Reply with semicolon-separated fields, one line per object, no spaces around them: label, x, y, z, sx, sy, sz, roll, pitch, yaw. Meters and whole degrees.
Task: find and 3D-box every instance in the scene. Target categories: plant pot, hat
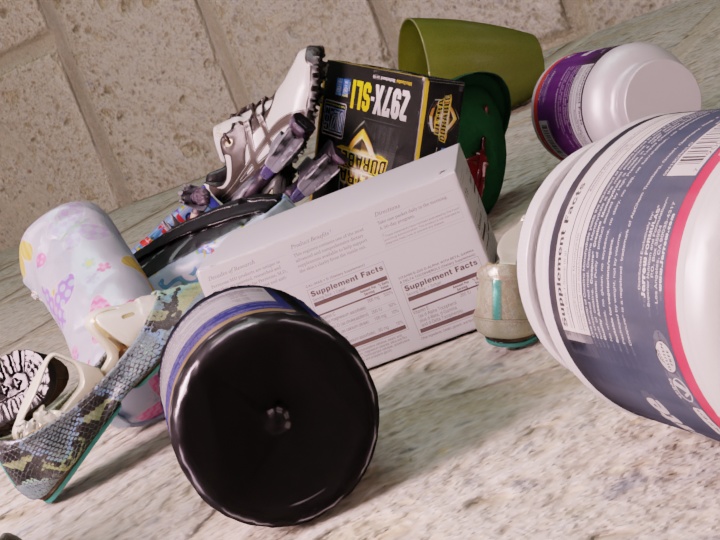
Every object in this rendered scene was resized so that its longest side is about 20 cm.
plant pot;0.176;-0.304;2.311;0.197;0.190;0.187;-8;6;-12
hat;0.126;-0.072;1.452;0.199;0.167;0.176;-34;54;-20

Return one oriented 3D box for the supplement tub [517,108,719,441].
supplement tub;0.160;0.001;0.642;0.139;0.142;0.200;-24;9;-13

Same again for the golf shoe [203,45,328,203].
golf shoe;-0.094;-0.135;1.453;0.093;0.202;0.078;22;30;-4

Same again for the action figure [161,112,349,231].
action figure;-0.103;-0.054;1.399;0.200;0.130;0.070;-47;19;12

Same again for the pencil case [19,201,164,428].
pencil case;-0.205;0.033;1.192;0.090;0.083;0.200;-33;49;-6

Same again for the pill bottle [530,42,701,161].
pill bottle;0.244;-0.156;1.425;0.111;0.114;0.200;-24;10;-12

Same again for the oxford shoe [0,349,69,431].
oxford shoe;-0.353;0.130;1.370;0.198;0.074;0.084;-18;-7;12

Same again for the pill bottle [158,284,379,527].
pill bottle;-0.059;0.068;0.859;0.111;0.113;0.200;-23;9;-7

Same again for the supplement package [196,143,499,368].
supplement package;0.000;0.000;1.113;0.198;0.112;0.156;-20;10;9

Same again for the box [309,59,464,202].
box;0.020;-0.107;1.401;0.049;0.162;0.199;4;10;-28

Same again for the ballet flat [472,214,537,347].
ballet flat;0.125;-0.009;1.015;0.067;0.063;0.200;-2;17;20

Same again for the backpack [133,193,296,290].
backpack;-0.127;0.010;1.317;0.200;0.154;0.163;-42;1;11

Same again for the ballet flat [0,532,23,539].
ballet flat;-0.171;0.164;0.722;0.063;0.068;0.200;-17;8;-15

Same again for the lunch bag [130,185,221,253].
lunch bag;-0.184;0.008;1.537;0.150;0.094;0.200;-43;0;-7

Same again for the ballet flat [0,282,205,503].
ballet flat;-0.182;0.068;1.058;0.201;0.074;0.074;-52;21;-21
